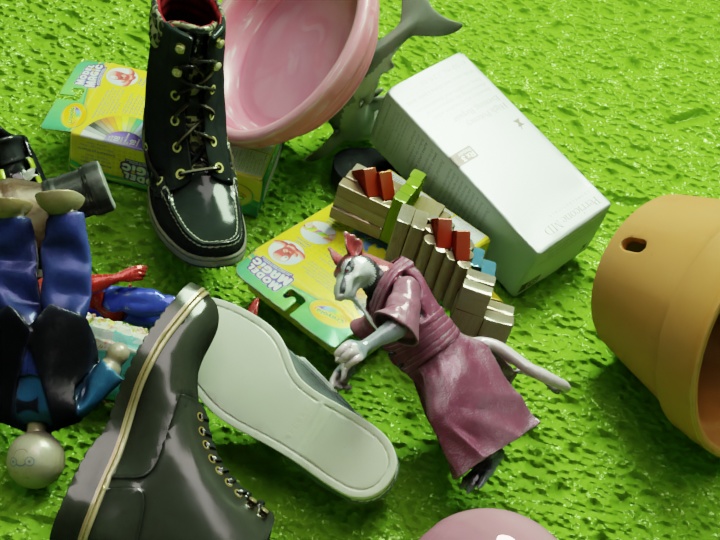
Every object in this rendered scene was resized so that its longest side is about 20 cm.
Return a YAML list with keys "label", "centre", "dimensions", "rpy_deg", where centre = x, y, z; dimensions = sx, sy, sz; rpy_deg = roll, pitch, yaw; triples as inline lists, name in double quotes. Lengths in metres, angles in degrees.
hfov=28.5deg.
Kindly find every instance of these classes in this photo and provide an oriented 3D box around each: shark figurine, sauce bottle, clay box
- label: "shark figurine"
  centre: [-0.007, -0.180, 1.256]
  dimensions: [0.128, 0.215, 0.090]
  rpy_deg: [-30, 76, -30]
- label: "sauce bottle"
  centre: [-0.286, -0.032, 1.073]
  dimensions: [0.199, 0.065, 0.065]
  rpy_deg: [-21, 47, -8]
- label: "clay box"
  centre: [-0.172, -0.121, 1.264]
  dimensions: [0.199, 0.048, 0.115]
  rpy_deg: [14, 42, 3]
- label: "clay box"
  centre: [0.000, 0.000, 1.155]
  dimensions: [0.115, 0.048, 0.200]
  rpy_deg: [36, 46, 23]

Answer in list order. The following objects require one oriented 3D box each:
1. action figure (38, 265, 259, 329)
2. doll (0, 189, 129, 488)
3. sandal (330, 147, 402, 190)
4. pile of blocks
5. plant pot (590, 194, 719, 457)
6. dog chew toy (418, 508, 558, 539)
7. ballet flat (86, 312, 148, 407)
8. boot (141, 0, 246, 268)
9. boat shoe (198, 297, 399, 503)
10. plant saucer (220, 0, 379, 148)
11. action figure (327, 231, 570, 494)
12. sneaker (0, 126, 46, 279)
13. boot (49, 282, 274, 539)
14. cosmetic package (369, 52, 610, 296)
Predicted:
- label: "action figure"
  centre: [-0.178, 0.025, 1.081]
  dimensions: [0.199, 0.065, 0.052]
  rpy_deg: [9, 67, -5]
- label: "doll"
  centre: [-0.227, 0.050, 0.981]
  dimensions: [0.136, 0.048, 0.201]
  rpy_deg: [-6, 81, 9]
- label: "sandal"
  centre: [0.073, -0.097, 1.302]
  dimensions: [0.199, 0.043, 0.076]
  rpy_deg: [-7, 43, -21]
- label: "pile of blocks"
  centre: [0.061, -0.030, 1.112]
  dimensions: [0.082, 0.062, 0.200]
  rpy_deg: [-25, 57, -37]
- label: "plant pot"
  centre: [0.275, 0.028, 1.110]
  dimensions: [0.199, 0.201, 0.140]
  rpy_deg: [-20, 32, -33]
- label: "dog chew toy"
  centre: [0.043, 0.230, 0.858]
  dimensions: [0.199, 0.125, 0.125]
  rpy_deg: [-27, 53, -27]
- label: "ballet flat"
  centre: [-0.223, 0.058, 1.041]
  dimensions: [0.199, 0.076, 0.064]
  rpy_deg: [18, 9, 0]
- label: "boot"
  centre: [-0.133, -0.117, 1.122]
  dimensions: [0.073, 0.154, 0.204]
  rpy_deg: [-6, 46, -17]
- label: "boat shoe"
  centre: [-0.055, 0.096, 1.015]
  dimensions: [0.200, 0.062, 0.073]
  rpy_deg: [37, 81, 16]
- label: "plant saucer"
  centre: [-0.057, -0.192, 1.222]
  dimensions: [0.051, 0.200, 0.201]
  rpy_deg: [30, 23, -43]
- label: "action figure"
  centre: [0.051, 0.051, 1.008]
  dimensions: [0.149, 0.201, 0.134]
  rpy_deg: [-34, 8, -9]
- label: "sneaker"
  centre: [-0.287, -0.066, 1.142]
  dimensions: [0.071, 0.083, 0.200]
  rpy_deg: [-23, 51, -34]
- label: "boot"
  centre: [-0.102, 0.122, 0.952]
  dimensions: [0.138, 0.078, 0.201]
  rpy_deg: [22, 73, 4]
- label: "cosmetic package"
  centre: [0.111, -0.086, 1.238]
  dimensions: [0.101, 0.074, 0.200]
  rpy_deg: [-32, 69, -32]
